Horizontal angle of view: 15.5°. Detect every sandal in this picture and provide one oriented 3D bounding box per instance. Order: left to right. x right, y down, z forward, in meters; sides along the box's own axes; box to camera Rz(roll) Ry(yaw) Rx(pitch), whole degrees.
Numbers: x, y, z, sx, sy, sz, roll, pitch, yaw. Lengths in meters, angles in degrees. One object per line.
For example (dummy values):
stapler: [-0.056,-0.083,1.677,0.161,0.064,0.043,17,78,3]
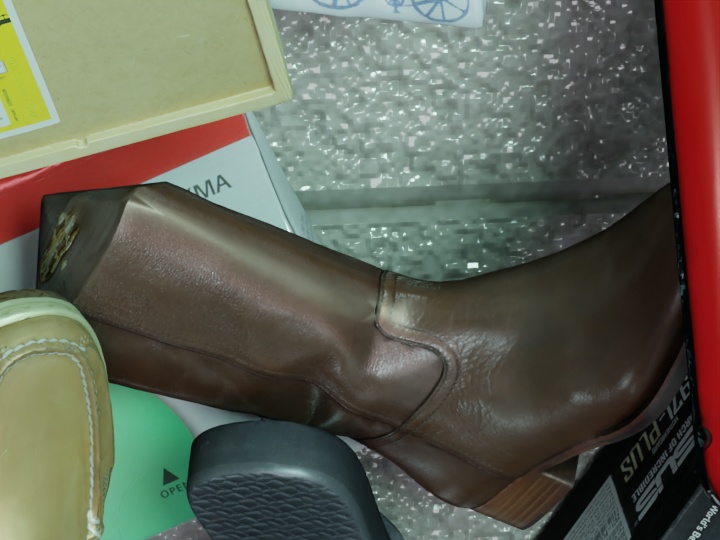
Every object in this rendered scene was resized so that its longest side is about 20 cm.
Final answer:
sandal: [-0.014,0.100,0.942,0.076,0.043,0.200,1,148,5]

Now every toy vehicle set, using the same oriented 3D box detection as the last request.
toy vehicle set: [-0.128,-0.073,0.773,0.200,0.027,0.124,-15,141,0]

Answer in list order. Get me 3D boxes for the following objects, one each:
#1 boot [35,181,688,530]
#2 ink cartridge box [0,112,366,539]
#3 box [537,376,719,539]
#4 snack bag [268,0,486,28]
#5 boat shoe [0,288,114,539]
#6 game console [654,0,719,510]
boot: [0.000,0.000,0.851,0.200,0.064,0.186,23,133,-12]
ink cartridge box: [-0.099,0.002,0.921,0.161,0.050,0.200,-23,118,6]
box: [0.177,0.095,0.970,0.164,0.086,0.200,27,111,-18]
snack bag: [-0.049,-0.174,0.784,0.188,0.021,0.200,8,118,12]
boat shoe: [-0.112,0.101,0.858,0.072,0.076,0.200,-6,129,-22]
game console: [0.166,-0.022,0.837,0.172,0.119,0.200,-3,82,-11]
